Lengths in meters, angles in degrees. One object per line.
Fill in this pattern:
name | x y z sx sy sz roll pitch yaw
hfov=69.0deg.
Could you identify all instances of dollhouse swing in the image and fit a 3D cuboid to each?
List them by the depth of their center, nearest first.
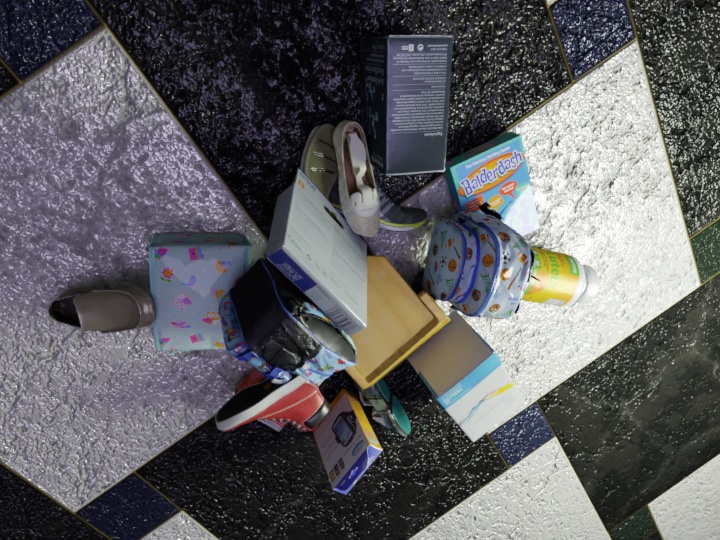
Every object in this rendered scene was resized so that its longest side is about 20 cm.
dollhouse swing | 0.036 0.089 0.990 0.200 0.182 0.176 -41 77 5

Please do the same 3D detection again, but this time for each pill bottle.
pill bottle | 0.390 0.015 1.089 0.198 0.111 0.112 9 110 -20

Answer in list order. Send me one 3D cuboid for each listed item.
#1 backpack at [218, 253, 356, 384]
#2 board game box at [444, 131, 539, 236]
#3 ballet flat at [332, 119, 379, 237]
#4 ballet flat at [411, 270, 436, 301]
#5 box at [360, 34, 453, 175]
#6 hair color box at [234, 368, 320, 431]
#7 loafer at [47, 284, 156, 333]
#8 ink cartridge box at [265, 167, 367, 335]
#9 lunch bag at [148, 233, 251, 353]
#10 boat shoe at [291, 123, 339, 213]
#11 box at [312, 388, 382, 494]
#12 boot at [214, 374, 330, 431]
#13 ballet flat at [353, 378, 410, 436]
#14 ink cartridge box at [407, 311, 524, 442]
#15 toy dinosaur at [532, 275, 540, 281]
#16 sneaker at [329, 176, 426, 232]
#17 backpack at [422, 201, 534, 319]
backpack | -0.105 0.096 0.827 0.134 0.183 0.200 -43 128 5
board game box | 0.256 -0.144 1.017 0.151 0.045 0.201 -25 117 -5
ballet flat | -0.005 -0.149 0.871 0.067 0.062 0.202 -18 101 -17
ballet flat | 0.109 0.090 1.066 0.066 0.057 0.202 15 108 -22
box | 0.068 -0.271 0.847 0.106 0.149 0.202 -7 114 -13
hair color box | -0.145 0.209 1.038 0.111 0.064 0.200 36 97 -26
loafer | -0.416 0.067 0.838 0.198 0.068 0.076 -3 106 23
ink cartridge box | -0.059 -0.031 0.816 0.043 0.201 0.196 -28 125 22
lunch bag | -0.270 0.043 0.897 0.169 0.122 0.202 -2 107 -17
boat shoe | -0.085 -0.149 0.893 0.074 0.068 0.202 14 85 -40
box | -0.028 0.347 1.054 0.041 0.200 0.119 32 101 -31
boot | -0.160 0.276 0.990 0.199 0.072 0.145 -27 118 -7
ballet flat | 0.044 0.289 1.136 0.074 0.074 0.201 -29 116 -3
ink cartridge box | 0.217 0.221 1.087 0.146 0.147 0.200 -39 128 0
toy dinosaur | 0.261 0.018 1.057 0.106 0.061 0.200 40 139 -2
sneaker | 0.033 -0.120 0.947 0.198 0.074 0.082 6 107 -21
backpack | 0.206 -0.008 0.921 0.153 0.190 0.202 -1 108 -25
